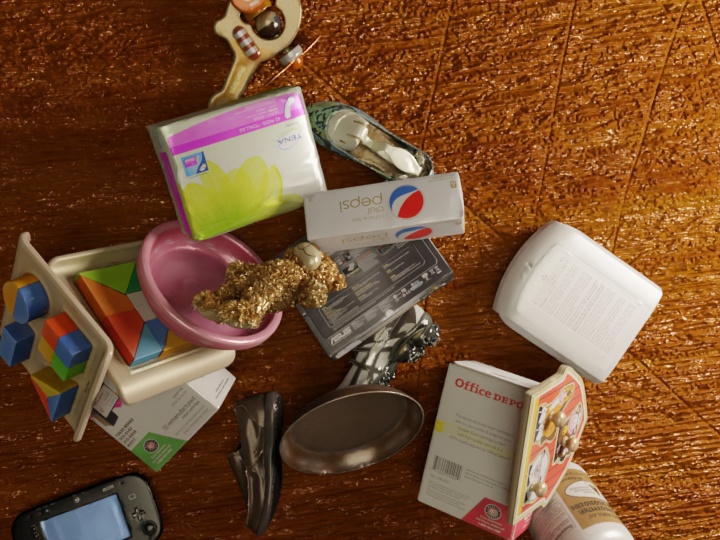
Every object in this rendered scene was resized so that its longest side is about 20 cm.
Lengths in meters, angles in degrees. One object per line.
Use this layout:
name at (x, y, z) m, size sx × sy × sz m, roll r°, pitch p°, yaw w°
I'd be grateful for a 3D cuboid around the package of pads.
package of pads at (-0.150, -0.135, 0.982) m, size 0.199 × 0.068 × 0.155 m, roll -23°, pitch 111°, yaw -23°

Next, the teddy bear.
teddy bear at (-0.106, 0.015, 0.928) m, size 0.199 × 0.145 × 0.067 m, roll -17°, pitch 108°, yaw -26°

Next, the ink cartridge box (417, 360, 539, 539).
ink cartridge box at (0.178, 0.238, 1.053) m, size 0.145 × 0.083 × 0.201 m, roll 16°, pitch 96°, yaw 31°

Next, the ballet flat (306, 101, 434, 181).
ballet flat at (0.016, -0.171, 1.034) m, size 0.199 × 0.074 × 0.074 m, roll 26°, pitch 93°, yaw -8°

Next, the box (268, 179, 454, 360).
box at (0.000, 0.000, 1.034) m, size 0.200 × 0.048 × 0.159 m, roll -35°, pitch 75°, yaw -1°

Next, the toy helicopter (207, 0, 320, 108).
toy helicopter at (-0.138, -0.281, 1.017) m, size 0.132 × 0.079 × 0.201 m, roll 24°, pitch 104°, yaw -16°

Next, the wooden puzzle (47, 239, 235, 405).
wooden puzzle at (-0.264, 0.051, 0.957) m, size 0.037 × 0.185 × 0.200 m, roll -42°, pitch 75°, yaw 34°

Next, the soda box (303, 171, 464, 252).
soda box at (0.032, -0.072, 0.984) m, size 0.199 × 0.068 × 0.064 m, roll -8°, pitch 75°, yaw 6°

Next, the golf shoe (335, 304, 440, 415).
golf shoe at (0.014, 0.120, 1.072) m, size 0.200 × 0.078 × 0.095 m, roll -42°, pitch 75°, yaw 3°

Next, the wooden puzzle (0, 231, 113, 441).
wooden puzzle at (-0.374, 0.085, 0.907) m, size 0.200 × 0.046 × 0.185 m, roll 49°, pitch 132°, yaw 18°

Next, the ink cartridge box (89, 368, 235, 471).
ink cartridge box at (-0.290, 0.140, 1.011) m, size 0.200 × 0.084 × 0.145 m, roll 42°, pitch 111°, yaw -8°

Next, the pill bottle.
pill bottle at (0.302, 0.366, 1.039) m, size 0.114 × 0.200 × 0.115 m, roll -8°, pitch 122°, yaw -14°

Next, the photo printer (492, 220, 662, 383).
photo printer at (0.296, 0.039, 1.081) m, size 0.200 × 0.069 × 0.167 m, roll 33°, pitch 93°, yaw -7°

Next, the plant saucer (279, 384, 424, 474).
plant saucer at (-0.013, 0.211, 1.041) m, size 0.199 × 0.032 × 0.201 m, roll -10°, pitch 138°, yaw -9°

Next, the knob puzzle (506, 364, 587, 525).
knob puzzle at (0.260, 0.220, 1.003) m, size 0.030 × 0.219 × 0.221 m, roll 15°, pitch 96°, yaw 36°

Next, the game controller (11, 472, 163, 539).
game controller at (-0.378, 0.356, 1.067) m, size 0.199 × 0.042 × 0.105 m, roll -20°, pitch 98°, yaw -4°

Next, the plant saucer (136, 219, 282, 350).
plant saucer at (-0.196, 0.025, 0.987) m, size 0.200 × 0.201 × 0.051 m, roll 37°, pitch 123°, yaw -8°

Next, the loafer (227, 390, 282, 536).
loafer at (-0.148, 0.265, 1.071) m, size 0.071 × 0.073 × 0.201 m, roll 3°, pitch 91°, yaw 5°
